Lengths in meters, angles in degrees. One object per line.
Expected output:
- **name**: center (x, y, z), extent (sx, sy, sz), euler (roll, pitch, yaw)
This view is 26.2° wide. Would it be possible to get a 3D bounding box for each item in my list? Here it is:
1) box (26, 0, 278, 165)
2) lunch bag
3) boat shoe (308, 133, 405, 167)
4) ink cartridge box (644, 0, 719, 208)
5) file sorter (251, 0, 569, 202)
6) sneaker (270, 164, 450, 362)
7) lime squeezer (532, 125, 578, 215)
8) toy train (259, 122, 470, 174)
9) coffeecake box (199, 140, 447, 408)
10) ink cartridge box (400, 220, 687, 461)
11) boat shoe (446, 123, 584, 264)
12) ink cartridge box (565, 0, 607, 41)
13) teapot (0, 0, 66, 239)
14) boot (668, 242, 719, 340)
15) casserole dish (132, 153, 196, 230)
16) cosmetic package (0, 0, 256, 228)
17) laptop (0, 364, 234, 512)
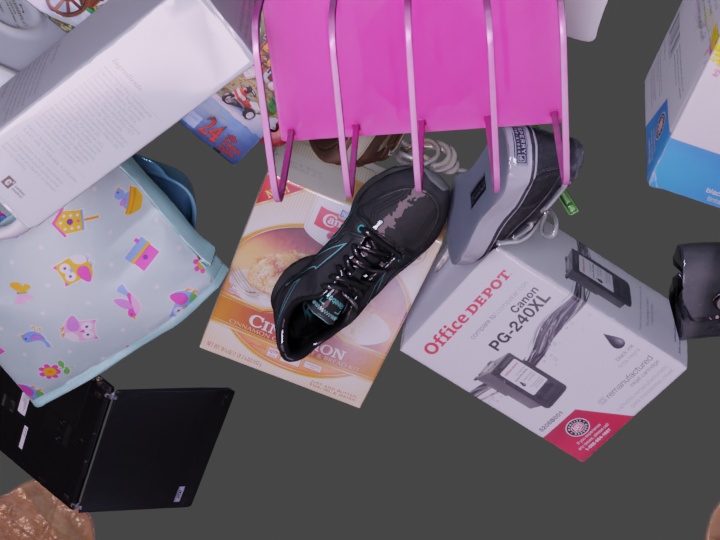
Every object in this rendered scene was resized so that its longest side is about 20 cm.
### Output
- **box**: center (-0.117, -0.184, 1.065), extent (0.200, 0.038, 0.137), euler (38, 113, -22)
- **lunch bag**: center (-0.229, -0.012, 1.254), extent (0.199, 0.122, 0.171), euler (-28, 119, 19)
- **boat shoe**: center (0.038, -0.160, 1.104), extent (0.075, 0.075, 0.203), euler (7, 131, -41)
- **ink cartridge box**: center (0.302, -0.156, 1.080), extent (0.144, 0.148, 0.201), euler (18, 129, -3)
- **file sorter**: center (0.035, -0.126, 0.993), extent (0.199, 0.126, 0.140), euler (-3, 124, 4)
- **sneaker**: center (0.000, 0.000, 1.207), extent (0.075, 0.079, 0.200), euler (34, 123, -15)
- **lime squeezer**: center (0.124, -0.112, 1.204), extent (0.038, 0.071, 0.200), euler (-44, 145, 4)
- **toy train**: center (0.014, -0.146, 1.196), extent (0.199, 0.085, 0.116), euler (11, 111, -4)
- **coffeecake box**: center (-0.031, 0.001, 1.309), extent (0.153, 0.073, 0.200), euler (21, 127, -5)
- **ink cartridge box**: center (0.152, 0.050, 1.304), extent (0.199, 0.084, 0.145), euler (31, 126, -14)
- **boat shoe**: center (0.114, -0.055, 1.157), extent (0.068, 0.074, 0.199), euler (2, 157, -12)
- **ink cartridge box**: center (0.088, -0.221, 1.122), extent (0.199, 0.067, 0.118), euler (14, 128, 0)
- **teapot**: center (-0.298, -0.149, 1.170), extent (0.197, 0.200, 0.146), euler (33, 122, -16)
- **boot**: center (0.349, -0.016, 1.224), extent (0.199, 0.066, 0.165), euler (0, 127, 8)
- **casserole dish**: center (-0.205, -0.029, 1.342), extent (0.121, 0.039, 0.201), euler (17, 127, -2)
- **cosmetic package**: center (-0.161, -0.126, 1.019), extent (0.200, 0.102, 0.074), euler (-32, 118, 18)
- **laptop**: center (-0.248, 0.138, 1.494), extent (0.200, 0.103, 0.178), euler (36, 129, 16)
